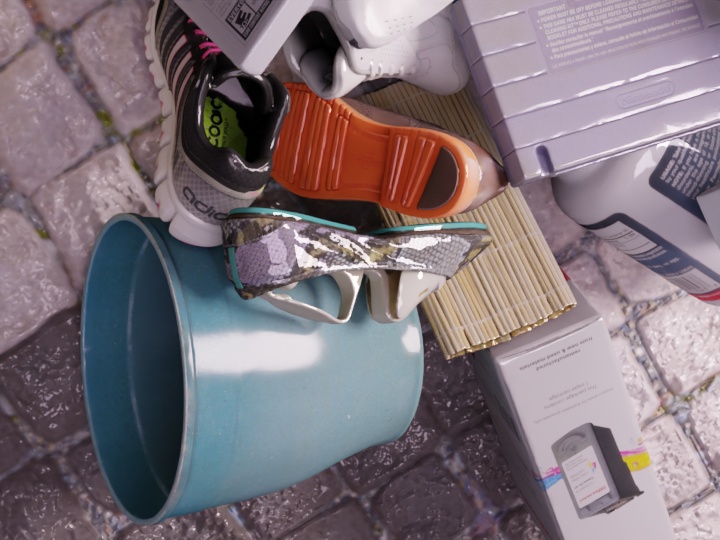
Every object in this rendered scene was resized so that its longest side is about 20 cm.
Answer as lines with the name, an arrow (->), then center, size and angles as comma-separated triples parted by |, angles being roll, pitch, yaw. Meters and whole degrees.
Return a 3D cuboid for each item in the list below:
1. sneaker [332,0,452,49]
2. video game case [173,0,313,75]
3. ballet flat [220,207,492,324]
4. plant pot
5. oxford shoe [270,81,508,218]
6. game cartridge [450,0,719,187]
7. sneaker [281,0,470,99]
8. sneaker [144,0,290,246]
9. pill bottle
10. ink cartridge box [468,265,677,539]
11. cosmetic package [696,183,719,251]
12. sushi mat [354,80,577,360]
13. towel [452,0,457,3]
sneaker -> 0.062, -0.209, 0.960 | 0.200, 0.087, 0.075 | -47, 124, -16
video game case -> -0.057, -0.246, 0.948 | 0.200, 0.182, 0.024 | -53, 145, 14
ballet flat -> 0.000, 0.000, 0.988 | 0.200, 0.072, 0.072 | 2, 111, -37
plant pot -> -0.068, 0.057, 1.059 | 0.187, 0.200, 0.201 | -4, 111, -28
oxford shoe -> 0.006, -0.076, 1.042 | 0.073, 0.199, 0.072 | -3, 112, -53
game cartridge -> 0.167, -0.141, 1.023 | 0.199, 0.038, 0.130 | -17, 80, -16
sneaker -> -0.004, -0.146, 1.017 | 0.200, 0.078, 0.100 | 26, 63, -40
sneaker -> -0.085, -0.118, 0.988 | 0.073, 0.201, 0.087 | 15, 149, -32
pill bottle -> 0.204, -0.071, 1.104 | 0.199, 0.120, 0.120 | 30, 101, -21
ink cartridge box -> 0.142, 0.103, 1.138 | 0.085, 0.148, 0.201 | -24, 115, -3
cosmetic package -> 0.340, -0.079, 1.025 | 0.199, 0.151, 0.052 | -26, 90, -32
sushi mat -> 0.062, -0.043, 1.071 | 0.095, 0.012, 0.201 | -23, 72, -6
towel -> 0.068, -0.279, 1.035 | 0.111, 0.049, 0.201 | 25, 102, -21
